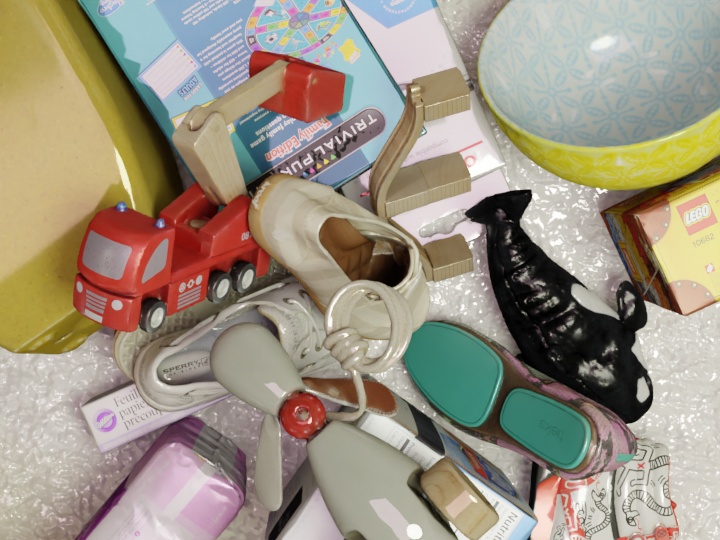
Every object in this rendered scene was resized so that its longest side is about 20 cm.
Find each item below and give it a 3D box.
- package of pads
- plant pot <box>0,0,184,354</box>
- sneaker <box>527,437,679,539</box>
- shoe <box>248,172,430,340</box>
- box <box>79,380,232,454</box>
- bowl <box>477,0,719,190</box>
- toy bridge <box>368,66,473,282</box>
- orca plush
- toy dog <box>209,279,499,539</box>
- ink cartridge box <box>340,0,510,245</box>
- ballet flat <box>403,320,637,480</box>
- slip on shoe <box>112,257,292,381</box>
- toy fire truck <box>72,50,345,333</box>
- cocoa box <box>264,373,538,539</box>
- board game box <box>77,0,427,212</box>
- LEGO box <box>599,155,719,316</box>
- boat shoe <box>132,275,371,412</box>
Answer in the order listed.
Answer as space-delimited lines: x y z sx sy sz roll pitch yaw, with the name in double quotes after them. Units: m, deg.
-0.163 0.200 1.092 0.076 0.121 0.200 40 92 -2 "package of pads"
-0.220 -0.054 1.028 0.194 0.196 0.200 -34 85 2 "plant pot"
0.171 0.214 1.118 0.108 0.067 0.202 8 91 2 "sneaker"
0.000 0.000 1.002 0.053 0.200 0.070 14 77 35 "shoe"
-0.104 0.074 1.125 0.200 0.041 0.039 -24 93 1 "box"
0.188 -0.120 1.067 0.200 0.200 0.108 -23 136 1 "bowl"
0.040 -0.057 1.032 0.067 0.200 0.027 -17 55 -7 "toy bridge"
0.146 0.036 1.084 0.105 0.071 0.200 -17 110 14 "orca plush"
-0.002 0.115 0.917 0.132 0.096 0.200 -23 74 2 "toy dog"
0.028 -0.105 1.099 0.116 0.068 0.200 -24 93 3 "ink cartridge box"
0.112 0.094 1.086 0.071 0.200 0.069 18 97 -44 "ballet flat"
-0.098 0.004 1.111 0.200 0.061 0.074 -40 113 -10 "slip on shoe"
-0.090 -0.053 0.943 0.049 0.200 0.141 22 115 26 "toy fire truck"
0.022 0.168 1.049 0.131 0.200 0.133 34 91 -2 "cocoa box"
-0.071 -0.137 1.044 0.151 0.047 0.200 -32 92 6 "board game box"
0.281 -0.048 1.062 0.200 0.149 0.077 -25 93 1 "LEGO box"
-0.056 0.045 1.057 0.200 0.069 0.071 -24 90 -16 "boat shoe"
